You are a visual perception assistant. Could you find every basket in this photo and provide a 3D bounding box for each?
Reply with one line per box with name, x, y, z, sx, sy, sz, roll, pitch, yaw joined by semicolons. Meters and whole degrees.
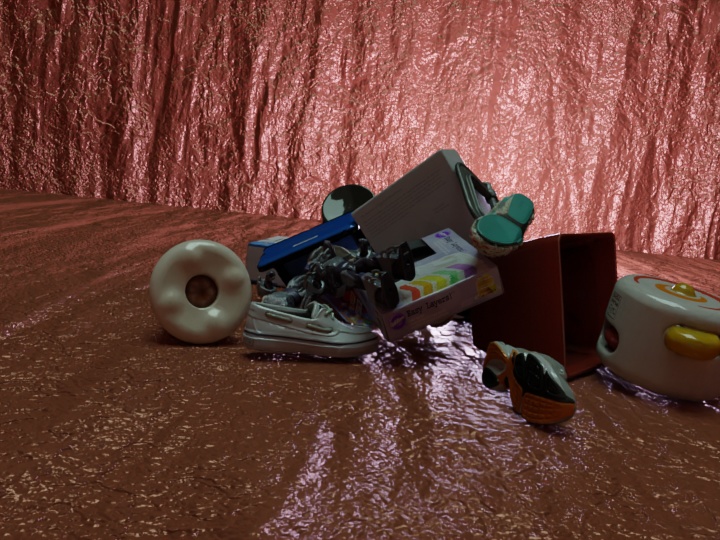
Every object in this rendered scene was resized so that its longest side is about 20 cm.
basket;-0.005;-0.069;1.571;0.179;0.137;0.201;16;-30;22

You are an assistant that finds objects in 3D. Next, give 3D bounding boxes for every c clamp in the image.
c clamp;0.215;-0.101;1.254;0.171;0.027;0.201;44;26;-28

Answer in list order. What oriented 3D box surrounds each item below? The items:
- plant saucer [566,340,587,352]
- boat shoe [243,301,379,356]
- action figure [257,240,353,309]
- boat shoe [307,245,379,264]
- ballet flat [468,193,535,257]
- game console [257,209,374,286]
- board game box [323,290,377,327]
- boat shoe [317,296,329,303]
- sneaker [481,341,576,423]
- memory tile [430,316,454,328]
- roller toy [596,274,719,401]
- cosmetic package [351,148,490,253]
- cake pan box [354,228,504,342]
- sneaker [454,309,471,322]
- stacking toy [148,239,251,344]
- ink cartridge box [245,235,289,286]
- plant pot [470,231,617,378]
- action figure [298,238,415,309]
plant saucer;0.394;0.106;1.335;0.198;0.039;0.201;6;8;-1
boat shoe;-0.062;0.078;1.059;0.198;0.068;0.073;4;8;-26
action figure;-0.100;0.034;1.209;0.129;0.070;0.199;28;46;33
boat shoe;0.000;0.000;1.305;0.198;0.074;0.062;6;-1;31
ballet flat;0.204;-0.054;1.112;0.075;0.064;0.200;39;35;13
game console;-0.074;-0.019;1.428;0.198;0.119;0.171;-23;16;8
board game box;0.012;0.028;1.356;0.157;0.039;0.200;-8;35;-32
boat shoe;-0.006;0.027;1.450;0.198;0.075;0.067;1;-2;-33
sneaker;0.225;0.133;0.934;0.091;0.077;0.200;8;9;-14
memory tile;0.186;0.034;1.393;0.199;0.017;0.153;-35;18;-11
roller toy;0.435;0.085;1.074;0.199;0.141;0.182;-2;21;-44
cosmetic package;0.127;-0.075;1.340;0.198;0.201;0.123;-33;-2;21
cake pan box;0.090;0.014;1.138;0.182;0.053;0.200;-20;24;-7
sneaker;0.209;0.044;1.452;0.075;0.089;0.200;6;8;2
stacking toy;-0.255;0.038;1.152;0.144;0.148;0.200;2;-7;-22
ink cartridge box;-0.150;-0.021;1.662;0.144;0.085;0.200;7;9;10
plant pot;0.278;0.047;1.186;0.175;0.203;0.199;-2;1;41
action figure;-0.011;0.000;1.102;0.199;0.070;0.130;4;38;48
